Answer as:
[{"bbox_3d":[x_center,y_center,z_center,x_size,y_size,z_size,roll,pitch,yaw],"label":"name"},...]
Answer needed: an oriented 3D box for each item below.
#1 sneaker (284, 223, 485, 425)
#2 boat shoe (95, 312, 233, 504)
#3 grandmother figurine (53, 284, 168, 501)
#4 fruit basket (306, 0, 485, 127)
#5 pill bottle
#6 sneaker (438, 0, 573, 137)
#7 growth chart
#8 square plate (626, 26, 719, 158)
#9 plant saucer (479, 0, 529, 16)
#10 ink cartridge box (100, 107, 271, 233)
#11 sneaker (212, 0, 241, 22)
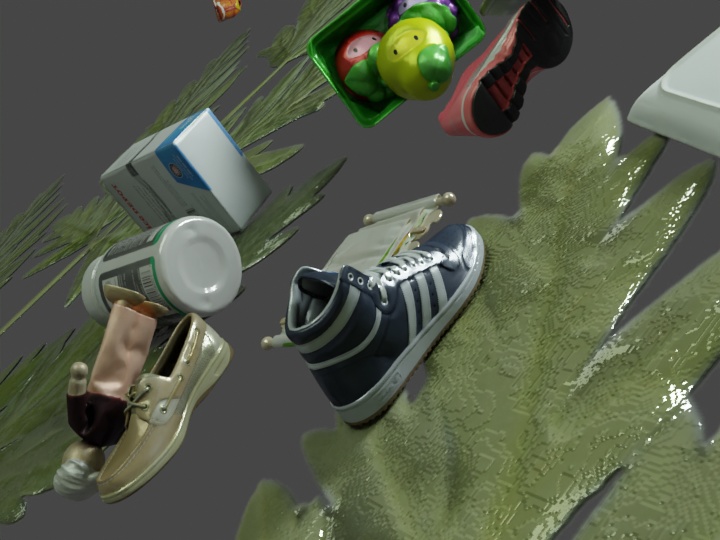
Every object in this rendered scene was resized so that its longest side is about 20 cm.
[{"bbox_3d":[0.019,0.009,0.757,0.070,0.109,0.201,-6,40,51],"label":"sneaker"},{"bbox_3d":[-0.195,0.127,0.923,0.072,0.065,0.201,-15,33,44],"label":"boat shoe"},{"bbox_3d":[-0.245,0.124,0.950,0.060,0.121,0.203,3,69,41],"label":"grandmother figurine"},{"bbox_3d":[0.050,-0.277,1.204,0.215,0.156,0.216,-38,5,4],"label":"fruit basket"},{"bbox_3d":[-0.237,0.010,1.138,0.199,0.113,0.114,-13,34,46],"label":"pill bottle"},{"bbox_3d":[0.145,-0.215,1.017,0.201,0.074,0.086,-51,24,-25],"label":"sneaker"},{"bbox_3d":[0.000,0.000,0.920,0.144,0.018,0.201,-3,43,54],"label":"growth chart"},{"bbox_3d":[0.316,-0.164,0.726,0.199,0.029,0.198,-39,23,2],"label":"square plate"},{"bbox_3d":[0.226,-0.358,1.137,0.200,0.050,0.200,-44,1,1],"label":"plant saucer"},{"bbox_3d":[-0.239,-0.116,1.325,0.199,0.146,0.084,-12,34,47],"label":"ink cartridge box"},{"bbox_3d":[-0.383,-0.757,2.820,0.076,0.074,0.200,-19,25,-9],"label":"sneaker"}]
